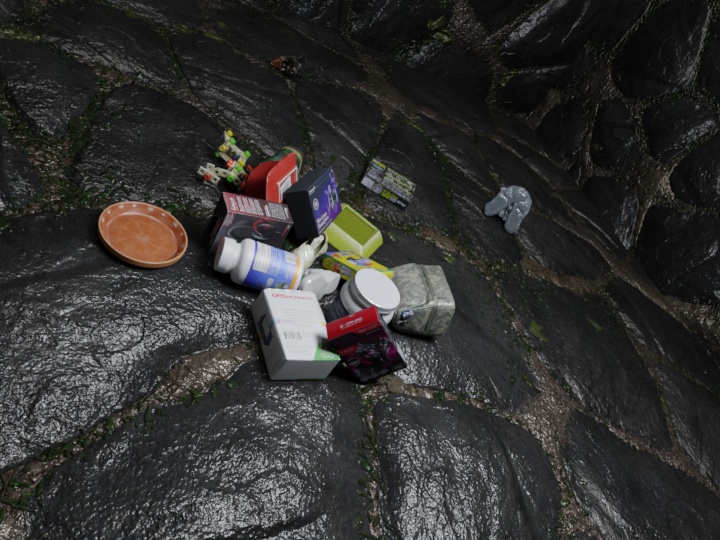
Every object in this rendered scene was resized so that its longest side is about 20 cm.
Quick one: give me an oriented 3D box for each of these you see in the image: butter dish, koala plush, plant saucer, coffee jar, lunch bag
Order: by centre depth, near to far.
[{"bbox_3d":[-0.504,-0.081,1.313,0.199,0.032,0.201,22,37,-18],"label":"plant saucer"},{"bbox_3d":[-0.267,-0.220,1.583,0.146,0.201,0.200,12,34,13],"label":"butter dish"},{"bbox_3d":[0.156,0.081,1.594,0.166,0.140,0.201,2,41,-12],"label":"lunch bag"},{"bbox_3d":[-0.246,-0.311,1.739,0.085,0.105,0.200,25,35,6],"label":"coffee jar"},{"bbox_3d":[-0.031,-0.128,1.760,0.199,0.048,0.200,38,35,4],"label":"plant saucer"},{"bbox_3d":[0.657,-0.287,2.448,0.177,0.184,0.200,40,23,6],"label":"koala plush"}]

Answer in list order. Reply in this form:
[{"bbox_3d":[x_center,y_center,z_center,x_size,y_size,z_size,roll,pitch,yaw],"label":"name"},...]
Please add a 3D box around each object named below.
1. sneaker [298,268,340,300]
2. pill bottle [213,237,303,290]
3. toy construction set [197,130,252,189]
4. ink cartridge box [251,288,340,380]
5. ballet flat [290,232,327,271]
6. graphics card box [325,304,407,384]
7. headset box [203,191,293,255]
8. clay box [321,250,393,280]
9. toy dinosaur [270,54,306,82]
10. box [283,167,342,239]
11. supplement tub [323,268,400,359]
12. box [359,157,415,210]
[{"bbox_3d":[-0.128,0.028,1.467,0.088,0.076,0.200,27,11,15],"label":"sneaker"},{"bbox_3d":[-0.249,-0.011,1.379,0.199,0.112,0.113,18,38,-23],"label":"pill bottle"},{"bbox_3d":[-0.382,-0.308,1.631,0.131,0.092,0.201,49,37,-25],"label":"toy construction set"},{"bbox_3d":[-0.152,0.145,1.300,0.144,0.088,0.201,7,45,-37],"label":"ink cartridge box"},{"bbox_3d":[-0.144,-0.056,1.562,0.069,0.070,0.200,37,35,2],"label":"ballet flat"},{"bbox_3d":[0.017,0.174,1.297,0.051,0.125,0.201,-103,168,-45],"label":"graphics card box"},{"bbox_3d":[-0.292,-0.106,1.421,0.199,0.149,0.075,8,42,-35],"label":"headset box"},{"bbox_3d":[0.000,0.000,1.564,0.114,0.048,0.199,-6,24,-44],"label":"clay box"},{"bbox_3d":[-0.305,-0.851,2.360,0.135,0.103,0.200,22,45,22],"label":"toy dinosaur"},{"bbox_3d":[-0.131,-0.196,1.620,0.200,0.078,0.142,-58,137,-57],"label":"box"},{"bbox_3d":[-0.006,0.108,1.369,0.139,0.200,0.141,22,37,-18],"label":"supplement tub"},{"bbox_3d":[0.104,-0.323,2.109,0.199,0.044,0.161,31,34,-8],"label":"box"}]
